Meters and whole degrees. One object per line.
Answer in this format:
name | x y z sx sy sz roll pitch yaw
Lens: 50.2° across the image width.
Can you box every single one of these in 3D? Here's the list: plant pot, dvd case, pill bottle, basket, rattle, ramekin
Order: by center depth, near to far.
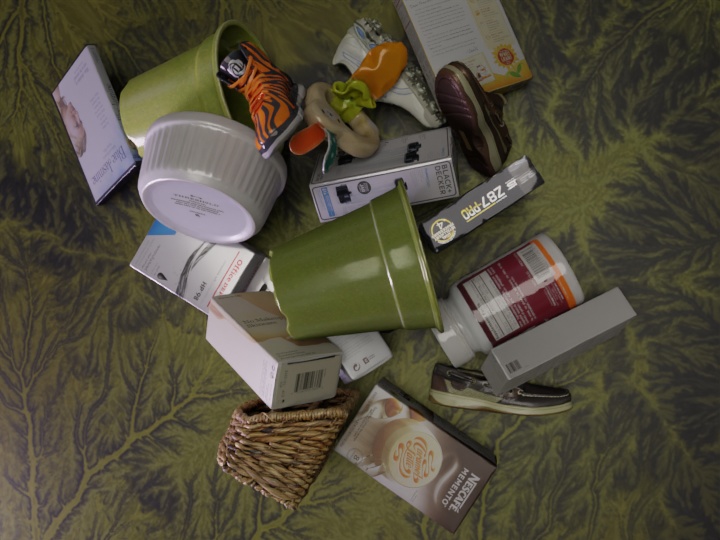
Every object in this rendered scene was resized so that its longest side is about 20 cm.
plant pot | -0.010 0.007 0.977 0.189 0.200 0.201 -16 85 4
rattle | -0.005 -0.216 1.006 0.143 0.200 0.131 -25 95 23
ramekin | -0.206 -0.116 1.040 0.202 0.203 0.095 9 64 8
basket | -0.098 0.207 1.051 0.142 0.200 0.149 28 93 6
pill bottle | 0.194 0.045 1.061 0.200 0.114 0.114 -30 84 6
plant pot | -0.234 -0.234 1.109 0.184 0.200 0.201 -12 86 19
dvd case | -0.402 -0.217 1.165 0.143 0.018 0.201 -30 82 42

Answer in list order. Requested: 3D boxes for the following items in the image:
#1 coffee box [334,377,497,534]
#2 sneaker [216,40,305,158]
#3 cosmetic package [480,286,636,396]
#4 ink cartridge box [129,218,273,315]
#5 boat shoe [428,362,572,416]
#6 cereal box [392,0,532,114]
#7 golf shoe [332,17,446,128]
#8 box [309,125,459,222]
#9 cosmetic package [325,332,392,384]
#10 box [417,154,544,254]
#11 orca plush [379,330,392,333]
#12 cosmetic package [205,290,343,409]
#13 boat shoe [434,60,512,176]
coffee box | 0.079 0.257 1.084 0.200 0.080 0.115 33 92 8
sneaker | -0.132 -0.217 0.963 0.112 0.200 0.078 39 110 -22
cosmetic package | 0.263 0.095 1.033 0.199 0.083 0.051 -24 67 -13
ink cartridge box | -0.224 -0.005 1.145 0.200 0.067 0.116 30 91 8
boat shoe | 0.195 0.163 1.076 0.199 0.073 0.065 2 93 8
cereal box | 0.143 -0.339 1.102 0.143 0.040 0.201 -20 83 -14
golf shoe | 0.041 -0.271 1.130 0.097 0.078 0.200 -43 80 26
box | 0.037 -0.136 1.079 0.199 0.117 0.060 -11 120 10
cosmetic package | -0.042 0.059 1.093 0.074 0.102 0.200 -30 85 -13
box | 0.154 -0.083 1.028 0.161 0.200 0.049 -35 88 4
orca plush | 0.000 0.000 1.130 0.105 0.071 0.201 -27 91 -39
cosmetic package | -0.122 0.102 1.052 0.200 0.105 0.071 34 120 45
boat shoe | 0.161 -0.219 1.049 0.075 0.202 0.075 -47 54 -9
